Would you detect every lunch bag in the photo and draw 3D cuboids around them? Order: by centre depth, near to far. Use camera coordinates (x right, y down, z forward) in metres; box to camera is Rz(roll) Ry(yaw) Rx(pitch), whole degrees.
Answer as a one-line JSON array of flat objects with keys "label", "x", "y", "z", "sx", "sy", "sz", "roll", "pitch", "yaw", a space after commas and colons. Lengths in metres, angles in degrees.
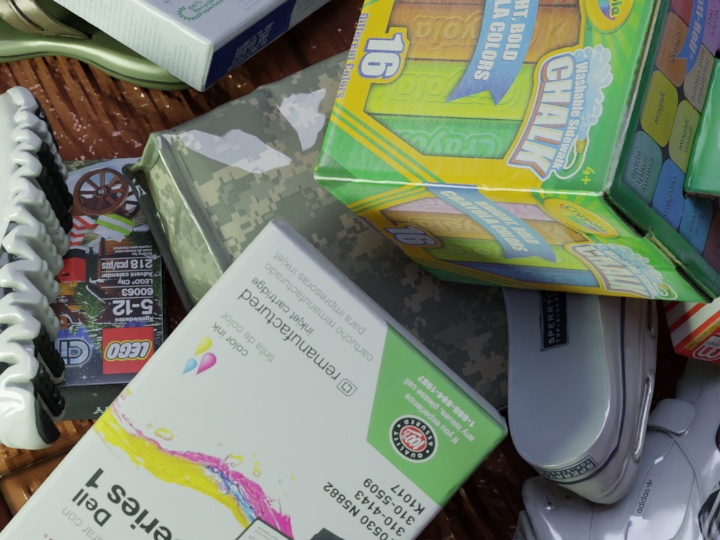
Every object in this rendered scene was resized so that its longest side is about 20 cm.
[{"label": "lunch bag", "x": 0.000, "y": 0.000, "z": 1.335, "sx": 0.163, "sy": 0.118, "sz": 0.201, "roll": -25, "pitch": 87, "yaw": -16}]

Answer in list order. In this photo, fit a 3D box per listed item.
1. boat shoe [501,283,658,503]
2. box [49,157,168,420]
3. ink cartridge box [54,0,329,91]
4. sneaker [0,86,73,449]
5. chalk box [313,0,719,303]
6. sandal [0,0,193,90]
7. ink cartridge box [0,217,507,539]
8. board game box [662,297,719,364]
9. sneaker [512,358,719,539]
[{"label": "boat shoe", "x": 0.107, "y": 0.015, "z": 1.279, "sx": 0.073, "sy": 0.065, "sz": 0.201, "roll": -8, "pitch": 60, "yaw": 30}, {"label": "box", "x": -0.199, "y": 0.012, "z": 1.380, "sx": 0.199, "sy": 0.038, "sz": 0.137, "roll": -4, "pitch": 58, "yaw": -2}, {"label": "ink cartridge box", "x": -0.103, "y": -0.199, "z": 1.471, "sx": 0.200, "sy": 0.041, "sz": 0.199, "roll": 35, "pitch": 45, "yaw": 17}, {"label": "sneaker", "x": -0.187, "y": -0.005, "z": 1.329, "sx": 0.081, "sy": 0.075, "sz": 0.201, "roll": -5, "pitch": 58, "yaw": 8}, {"label": "chalk box", "x": 0.103, "y": -0.066, "z": 1.199, "sx": 0.199, "sy": 0.124, "sz": 0.125, "roll": 3, "pitch": 68, "yaw": 35}, {"label": "sandal", "x": -0.163, "y": -0.153, "z": 1.469, "sx": 0.200, "sy": 0.057, "sz": 0.080, "roll": 11, "pitch": 58, "yaw": 12}, {"label": "ink cartridge box", "x": -0.051, "y": 0.098, "z": 1.229, "sx": 0.145, "sy": 0.084, "sz": 0.200, "roll": 41, "pitch": 93, "yaw": -1}, {"label": "board game box", "x": 0.230, "y": -0.016, "z": 1.330, "sx": 0.199, "sy": 0.046, "sz": 0.152, "roll": 13, "pitch": 52, "yaw": -31}, {"label": "sneaker", "x": 0.136, "y": 0.099, "z": 1.299, "sx": 0.114, "sy": 0.075, "sz": 0.201, "roll": 8, "pitch": 61, "yaw": 3}]
